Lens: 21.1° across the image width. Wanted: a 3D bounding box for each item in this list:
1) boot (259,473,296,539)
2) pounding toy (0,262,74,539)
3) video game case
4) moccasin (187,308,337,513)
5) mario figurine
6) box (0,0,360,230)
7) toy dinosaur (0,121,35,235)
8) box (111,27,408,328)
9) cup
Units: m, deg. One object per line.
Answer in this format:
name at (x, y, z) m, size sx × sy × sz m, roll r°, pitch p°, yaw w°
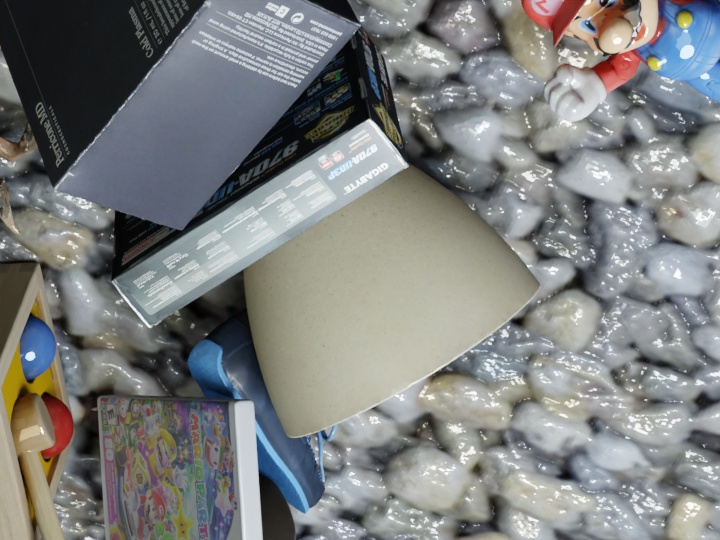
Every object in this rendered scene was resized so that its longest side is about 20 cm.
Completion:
boot at (-0.098, 0.241, 1.464) m, size 0.064 × 0.186 × 0.200 m, roll -17°, pitch 121°, yaw -25°
pounding toy at (-0.260, 0.124, 1.376) m, size 0.142 × 0.200 × 0.184 m, roll -3°, pitch 121°, yaw 6°
video game case at (-0.131, 0.162, 1.385) m, size 0.018 × 0.200 × 0.144 m, roll -3°, pitch 90°, yaw -36°
moccasin at (-0.057, 0.105, 1.402) m, size 0.080 × 0.068 × 0.200 m, roll 29°, pitch 156°, yaw 31°
mario figurine at (0.193, -0.143, 1.230) m, size 0.200 × 0.106 × 0.124 m, roll 20°, pitch 87°, yaw -17°
box at (-0.123, -0.164, 1.177) m, size 0.104 × 0.200 × 0.182 m, roll 19°, pitch 125°, yaw -43°
toy dinosaur at (-0.307, -0.084, 1.314) m, size 0.135 × 0.086 × 0.200 m, roll 0°, pitch 163°, yaw 23°
box at (-0.070, -0.068, 1.254) m, size 0.200 × 0.159 × 0.046 m, roll -32°, pitch 119°, yaw 13°
cup at (0.000, 0.000, 1.302) m, size 0.200 × 0.200 × 0.143 m, roll -29°, pitch 96°, yaw 20°
